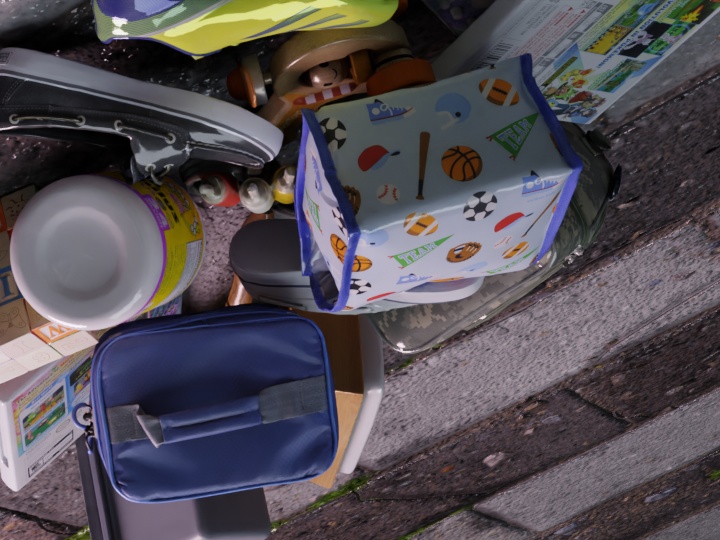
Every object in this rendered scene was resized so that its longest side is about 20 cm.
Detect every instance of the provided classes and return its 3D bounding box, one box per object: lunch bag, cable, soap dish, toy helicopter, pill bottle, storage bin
[{"bbox_3d":[0.044,-0.047,1.211,0.170,0.124,0.200,-15,155,-9],"label":"lunch bag"},{"bbox_3d":[-0.075,-0.052,1.338,0.097,0.050,0.200,-6,166,10],"label":"cable"},{"bbox_3d":[0.099,-0.041,1.416,0.200,0.139,0.168,-36,178,32],"label":"lunch bag"},{"bbox_3d":[-0.120,0.100,1.332,0.200,0.136,0.132,-9,-178,-12],"label":"lunch bag"},{"bbox_3d":[-0.035,0.082,1.546,0.081,0.158,0.200,1,150,-9],"label":"soap dish"},{"bbox_3d":[-0.046,-0.125,1.223,0.132,0.079,0.200,-12,167,-29],"label":"toy helicopter"},{"bbox_3d":[-0.170,-0.019,1.242,0.104,0.104,0.200,-23,-178,9],"label":"pill bottle"},{"bbox_3d":[-0.154,0.185,1.578,0.145,0.200,0.134,6,155,-42],"label":"storage bin"}]

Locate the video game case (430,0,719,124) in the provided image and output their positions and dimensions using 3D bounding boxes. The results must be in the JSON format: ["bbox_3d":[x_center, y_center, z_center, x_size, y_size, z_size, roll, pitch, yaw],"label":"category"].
[{"bbox_3d":[0.166,-0.178,1.260,0.182,0.022,0.200,4,146,-41],"label":"video game case"}]

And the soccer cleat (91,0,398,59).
[{"bbox_3d":[-0.074,-0.171,1.108,0.200,0.065,0.084,1,132,-24],"label":"soccer cleat"}]

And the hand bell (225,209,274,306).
[{"bbox_3d":[-0.101,0.024,1.469,0.104,0.104,0.200,-5,132,-28],"label":"hand bell"}]

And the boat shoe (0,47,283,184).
[{"bbox_3d":[-0.149,-0.090,1.154,0.200,0.066,0.070,15,171,-25],"label":"boat shoe"}]

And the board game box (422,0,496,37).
[{"bbox_3d":[0.136,-0.223,1.203,0.200,0.026,0.200,-28,153,17],"label":"board game box"}]

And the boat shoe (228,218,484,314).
[{"bbox_3d":[0.000,0.000,1.349,0.200,0.074,0.065,8,147,16],"label":"boat shoe"}]

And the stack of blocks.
[{"bbox_3d":[-0.307,0.032,1.297,0.200,0.115,0.059,-22,154,7],"label":"stack of blocks"}]

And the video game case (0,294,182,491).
[{"bbox_3d":[-0.222,0.077,1.440,0.200,0.024,0.182,-43,164,-26],"label":"video game case"}]
